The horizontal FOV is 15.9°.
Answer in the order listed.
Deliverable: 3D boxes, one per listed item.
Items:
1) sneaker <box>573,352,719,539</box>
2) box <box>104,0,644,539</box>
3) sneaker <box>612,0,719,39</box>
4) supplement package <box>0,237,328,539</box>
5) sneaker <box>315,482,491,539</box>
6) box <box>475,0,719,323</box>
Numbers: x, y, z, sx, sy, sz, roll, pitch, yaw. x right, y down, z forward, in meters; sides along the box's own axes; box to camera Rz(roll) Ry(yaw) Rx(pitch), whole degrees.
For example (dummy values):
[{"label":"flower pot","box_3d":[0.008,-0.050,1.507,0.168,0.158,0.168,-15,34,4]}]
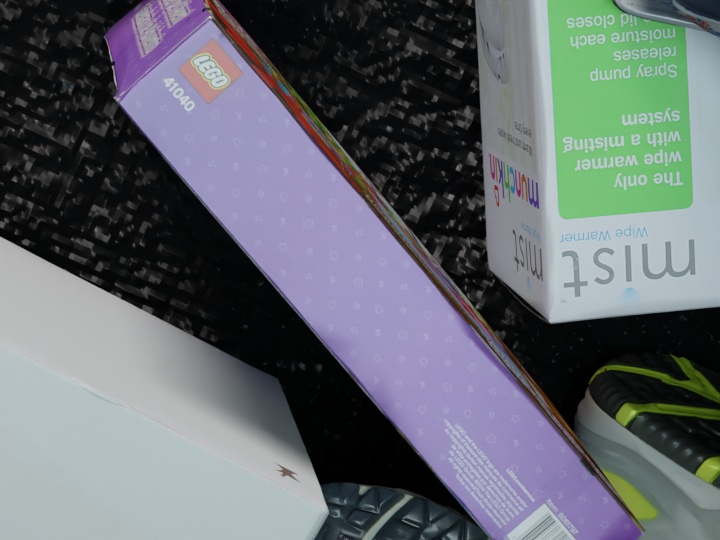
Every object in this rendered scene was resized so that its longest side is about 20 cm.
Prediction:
[{"label":"sneaker","box_3d":[0.151,0.108,0.848,0.200,0.075,0.077,36,121,21]},{"label":"box","box_3d":[0.000,0.000,0.792,0.039,0.137,0.200,-40,105,2]},{"label":"sneaker","box_3d":[0.137,-0.053,0.736,0.108,0.070,0.201,-16,95,-11]},{"label":"supplement package","box_3d":[-0.127,0.104,0.789,0.151,0.151,0.201,28,97,-12]},{"label":"sneaker","box_3d":[0.037,0.141,0.832,0.200,0.086,0.078,43,78,-18]},{"label":"box","box_3d":[0.139,-0.084,0.817,0.198,0.097,0.178,-4,100,-8]}]
